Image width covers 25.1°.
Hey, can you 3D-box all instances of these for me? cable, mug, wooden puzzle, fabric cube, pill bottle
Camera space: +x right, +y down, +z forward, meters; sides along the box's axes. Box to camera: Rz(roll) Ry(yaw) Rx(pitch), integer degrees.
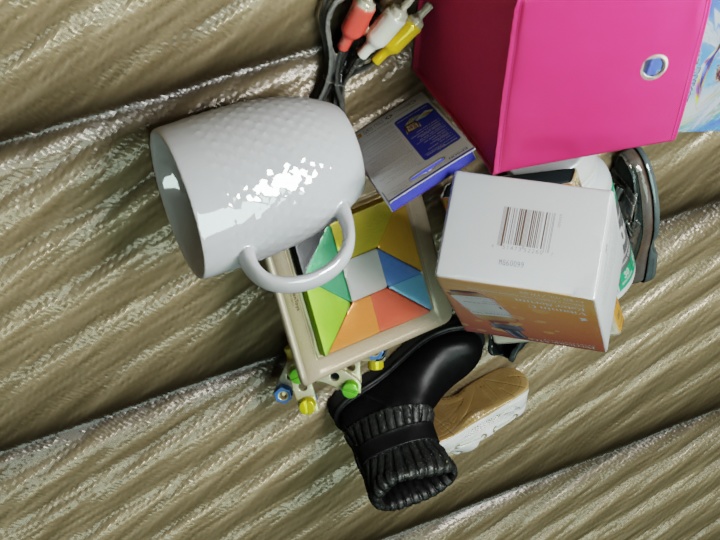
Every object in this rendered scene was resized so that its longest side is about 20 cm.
[{"bbox_3d":[-0.016,-0.191,1.547,0.097,0.050,0.201,14,119,-32],"label":"cable"},{"bbox_3d":[-0.081,-0.068,1.510,0.174,0.201,0.148,-19,153,-15],"label":"mug"},{"bbox_3d":[0.000,0.000,1.652,0.199,0.037,0.186,-24,109,-26],"label":"wooden puzzle"},{"bbox_3d":[0.182,-0.235,1.515,0.198,0.200,0.197,-11,132,-20],"label":"fabric cube"},{"bbox_3d":[0.224,-0.059,1.744,0.113,0.113,0.200,-29,132,-5],"label":"pill bottle"}]

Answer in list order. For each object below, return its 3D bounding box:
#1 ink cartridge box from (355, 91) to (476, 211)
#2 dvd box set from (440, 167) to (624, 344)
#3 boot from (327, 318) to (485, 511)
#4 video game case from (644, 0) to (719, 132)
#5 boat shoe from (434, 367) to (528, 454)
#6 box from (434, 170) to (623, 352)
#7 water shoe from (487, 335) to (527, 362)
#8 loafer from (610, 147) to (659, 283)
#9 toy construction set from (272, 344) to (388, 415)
[{"bbox_3d":[0.050,-0.110,1.548,0.094,0.200,0.037,-32,112,1],"label":"ink cartridge box"},{"bbox_3d":[0.182,-0.011,1.694,0.146,0.029,0.201,-7,125,26],"label":"dvd box set"},{"bbox_3d":[0.077,0.165,1.821,0.211,0.158,0.080,-35,136,1],"label":"boot"},{"bbox_3d":[0.377,-0.241,1.730,0.180,0.046,0.201,-3,128,-26],"label":"video game case"},{"bbox_3d":[0.115,0.189,1.926,0.199,0.071,0.070,-23,133,-12],"label":"boat shoe"},{"bbox_3d":[0.167,-0.005,1.550,0.151,0.107,0.200,8,165,15],"label":"box"},{"bbox_3d":[0.152,0.031,1.795,0.079,0.071,0.200,-59,140,-21],"label":"water shoe"},{"bbox_3d":[0.299,-0.053,1.830,0.063,0.072,0.201,-19,136,-7],"label":"loafer"},{"bbox_3d":[-0.036,0.057,1.727,0.130,0.092,0.201,-1,123,3],"label":"toy construction set"}]
